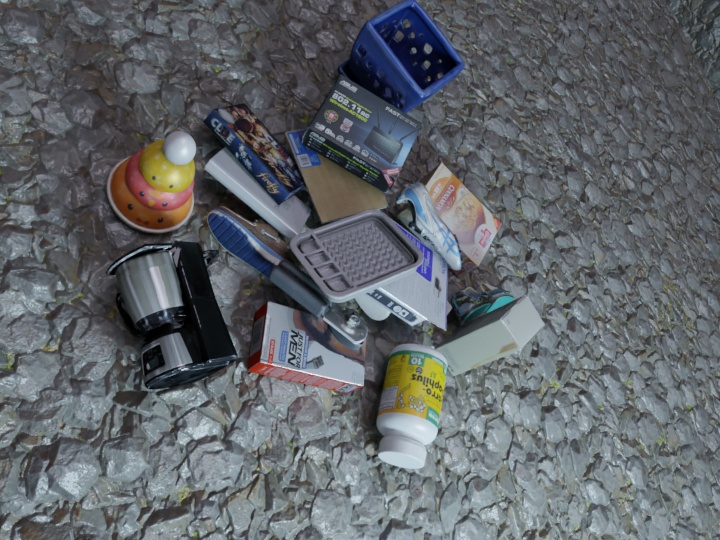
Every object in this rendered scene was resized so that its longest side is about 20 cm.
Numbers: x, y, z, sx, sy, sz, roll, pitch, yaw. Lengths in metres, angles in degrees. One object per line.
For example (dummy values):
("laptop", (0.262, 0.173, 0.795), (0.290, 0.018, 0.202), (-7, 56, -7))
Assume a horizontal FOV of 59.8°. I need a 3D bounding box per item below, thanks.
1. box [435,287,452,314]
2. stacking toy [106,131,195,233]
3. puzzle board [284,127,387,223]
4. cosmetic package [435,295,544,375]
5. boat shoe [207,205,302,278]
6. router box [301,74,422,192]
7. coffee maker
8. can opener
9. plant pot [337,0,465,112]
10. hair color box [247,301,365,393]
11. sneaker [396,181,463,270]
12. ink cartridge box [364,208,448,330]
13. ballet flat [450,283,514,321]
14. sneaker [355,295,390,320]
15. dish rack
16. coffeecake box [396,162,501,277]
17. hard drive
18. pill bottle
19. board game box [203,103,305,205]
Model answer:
("box", (0.109, 0.021, 1.297), (0.200, 0.039, 0.041), (48, 50, -6))
("stacking toy", (-0.315, -0.161, 1.000), (0.145, 0.200, 0.148), (13, 62, -27))
("puzzle board", (-0.048, -0.195, 1.228), (0.149, 0.017, 0.202), (-16, 74, -26))
("cosmetic package", (0.253, 0.132, 1.238), (0.105, 0.200, 0.071), (-33, 88, -38))
("boat shoe", (-0.185, -0.052, 1.126), (0.200, 0.072, 0.073), (43, 47, -22))
("router box", (0.006, -0.269, 1.231), (0.199, 0.062, 0.151), (29, 63, -7))
("coffee maker", (-0.268, 0.065, 0.972), (0.191, 0.134, 0.202), (-14, 78, -37))
("can opener", (-0.075, 0.066, 1.077), (0.199, 0.067, 0.053), (37, 37, 5))
("plant pot", (0.080, -0.450, 1.401), (0.201, 0.179, 0.200), (51, 52, -4))
("hair color box", (-0.090, 0.138, 1.100), (0.198, 0.064, 0.112), (18, 59, -27))
("sneaker", (0.144, -0.082, 1.277), (0.072, 0.072, 0.201), (-32, 89, -2))
("ink cartridge box", (0.084, 0.004, 1.210), (0.199, 0.043, 0.199), (33, 40, -20))
("ballet flat", (0.265, 0.059, 1.359), (0.199, 0.074, 0.075), (-6, 72, -49))
("sneaker", (0.000, 0.000, 1.227), (0.201, 0.075, 0.088), (55, 36, -4))
("dish rack", (-0.007, -0.022, 1.098), (0.198, 0.044, 0.172), (-22, 49, -23))
("coffeecake box", (0.200, -0.112, 1.394), (0.200, 0.073, 0.154), (43, 52, -10))
("hard drive", (-0.183, -0.148, 1.155), (0.200, 0.026, 0.132), (40, 24, -12))
("pill bottle", (0.091, 0.246, 1.138), (0.112, 0.113, 0.202), (28, 57, -20))
("board game box", (-0.187, -0.222, 1.177), (0.200, 0.035, 0.136), (48, 23, -5))
